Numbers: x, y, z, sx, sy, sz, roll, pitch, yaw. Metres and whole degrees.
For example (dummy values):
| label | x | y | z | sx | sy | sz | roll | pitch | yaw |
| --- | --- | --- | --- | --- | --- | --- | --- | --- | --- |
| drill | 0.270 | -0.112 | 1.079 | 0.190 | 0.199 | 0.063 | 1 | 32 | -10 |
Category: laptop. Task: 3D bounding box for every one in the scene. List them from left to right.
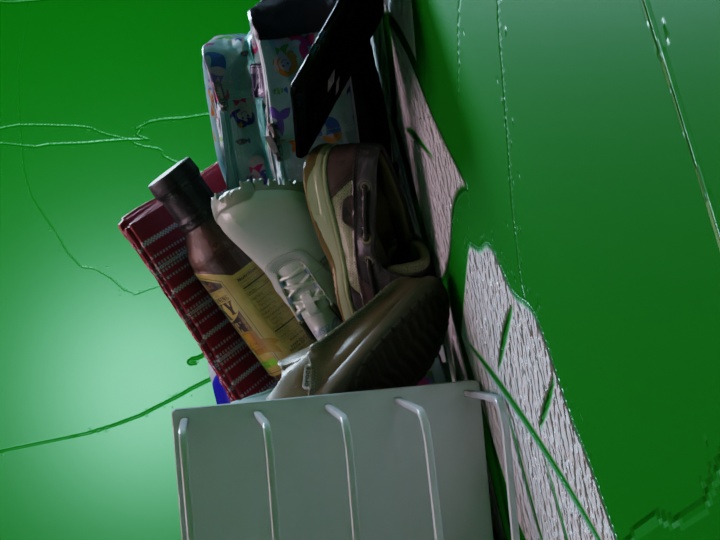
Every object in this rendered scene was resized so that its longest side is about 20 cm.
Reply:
| label | x | y | z | sx | sy | sz | roll | pitch | yaw |
| --- | --- | --- | --- | --- | --- | --- | --- | --- | --- |
| laptop | -0.036 | -0.203 | 0.946 | 0.200 | 0.103 | 0.177 | -62 | -4 | -9 |

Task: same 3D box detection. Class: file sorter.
| label | x | y | z | sx | sy | sz | roll | pitch | yaw |
| --- | --- | --- | --- | --- | --- | --- | --- | --- | --- |
| file sorter | -0.009 | 0.147 | 0.845 | 0.125 | 0.199 | 0.139 | 162 | 103 | -82 |

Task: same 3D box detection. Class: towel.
| label | x | y | z | sx | sy | sz | roll | pitch | yaw |
| --- | --- | --- | --- | --- | --- | --- | --- | --- | --- |
| towel | -0.103 | 0.016 | 1.154 | 0.200 | 0.022 | 0.145 | 59 | -140 | -8 |

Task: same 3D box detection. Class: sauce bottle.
| label | x | y | z | sx | sy | sz | roll | pitch | yaw |
| --- | --- | --- | --- | --- | --- | --- | --- | --- | --- |
| sauce bottle | -0.092 | 0.002 | 1.105 | 0.200 | 0.065 | 0.065 | 55 | 180 | -9 |

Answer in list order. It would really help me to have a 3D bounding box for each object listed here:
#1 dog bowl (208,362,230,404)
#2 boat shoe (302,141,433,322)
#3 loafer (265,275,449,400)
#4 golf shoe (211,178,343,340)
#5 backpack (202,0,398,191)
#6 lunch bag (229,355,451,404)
| label | x | y | z | sx | sy | sz | roll | pitch | yaw |
| --- | --- | --- | --- | --- | --- | --- | --- | --- | --- |
| dog bowl | -0.046 | 0.108 | 1.387 | 0.200 | 0.199 | 0.079 | 87 | 168 | -68 |
| boat shoe | 0.020 | -0.002 | 1.031 | 0.072 | 0.066 | 0.201 | -46 | -58 | -47 |
| loafer | -0.018 | 0.074 | 0.955 | 0.067 | 0.200 | 0.076 | 31 | 159 | 37 |
| golf shoe | -0.033 | 0.003 | 1.056 | 0.200 | 0.078 | 0.098 | 32 | -138 | -43 |
| backpack | -0.045 | -0.121 | 1.132 | 0.178 | 0.150 | 0.201 | -92 | -15 | -75 |
| lunch bag | 0.002 | 0.165 | 1.007 | 0.122 | 0.170 | 0.201 | 63 | -167 | -68 |
